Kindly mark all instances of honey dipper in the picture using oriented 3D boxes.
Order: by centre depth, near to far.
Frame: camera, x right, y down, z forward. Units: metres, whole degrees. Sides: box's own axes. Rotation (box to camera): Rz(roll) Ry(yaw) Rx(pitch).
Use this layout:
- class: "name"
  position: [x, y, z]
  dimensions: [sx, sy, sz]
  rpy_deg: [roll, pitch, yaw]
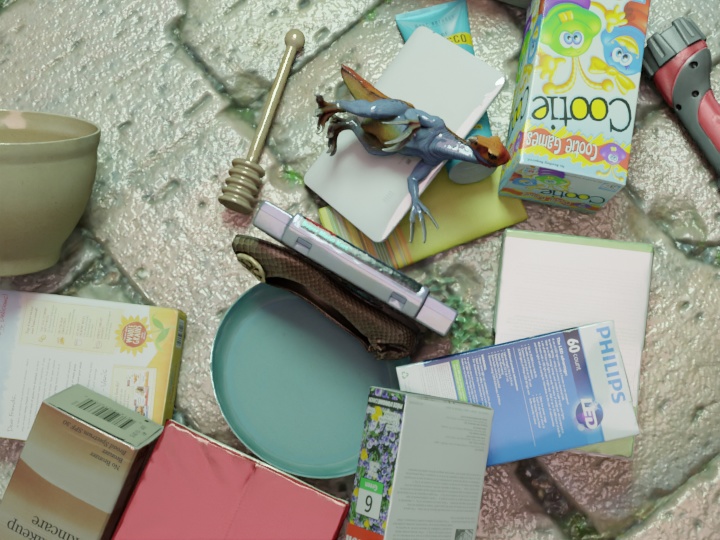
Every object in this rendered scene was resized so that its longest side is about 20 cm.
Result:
- class: "honey dipper"
  position: [-0.095, -0.157, 0.965]
  dimensions: [0.037, 0.038, 0.203]
  rpy_deg: [18, 78, 7]

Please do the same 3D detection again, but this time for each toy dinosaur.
- class: "toy dinosaur"
  position: [0.050, -0.137, 0.861]
  dimensions: [0.178, 0.105, 0.203]
  rpy_deg: [3, 61, 12]

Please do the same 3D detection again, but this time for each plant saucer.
- class: "plant saucer"
  position: [-0.046, 0.099, 0.880]
  dimensions: [0.197, 0.027, 0.203]
  rpy_deg: [10, 59, -17]

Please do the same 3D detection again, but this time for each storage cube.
- class: "storage cube"
  position: [-0.119, 0.252, 0.810]
  dimensions: [0.169, 0.200, 0.182]
  rpy_deg: [23, 77, 5]

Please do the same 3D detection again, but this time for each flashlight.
- class: "flashlight"
  position: [0.350, -0.149, 0.915]
  dimensions: [0.067, 0.068, 0.201]
  rpy_deg: [-32, 78, 2]

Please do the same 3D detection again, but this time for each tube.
- class: "tube"
  position: [0.092, -0.186, 0.948]
  dimensions: [0.076, 0.051, 0.203]
  rpy_deg: [-10, 66, -3]

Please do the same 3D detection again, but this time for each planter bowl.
- class: "planter bowl"
  position: [-0.352, -0.074, 0.901]
  dimensions: [0.197, 0.200, 0.137]
  rpy_deg: [7, 107, 5]

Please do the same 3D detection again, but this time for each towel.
- class: "towel"
  position: [0.062, -0.055, 0.945]
  dimensions: [0.197, 0.018, 0.087]
  rpy_deg: [-21, 82, 0]

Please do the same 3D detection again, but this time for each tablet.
- class: "tablet"
  position: [0.039, -0.137, 0.924]
  dimensions: [0.130, 0.014, 0.201]
  rpy_deg: [40, 93, 35]

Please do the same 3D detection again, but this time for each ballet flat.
- class: "ballet flat"
  position: [-0.036, 0.028, 0.875]
  dimensions: [0.198, 0.067, 0.047]
  rpy_deg: [30, 80, -8]

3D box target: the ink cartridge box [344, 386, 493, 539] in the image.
- class: "ink cartridge box"
  position: [0.043, 0.202, 0.757]
  dimensions: [0.050, 0.108, 0.203]
  rpy_deg: [3, 81, 49]

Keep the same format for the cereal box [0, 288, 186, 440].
- class: "cereal box"
  position: [-0.280, 0.100, 0.926]
  dimensions: [0.197, 0.040, 0.146]
  rpy_deg: [7, 82, 6]

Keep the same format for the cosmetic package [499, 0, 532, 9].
- class: "cosmetic package"
  position: [0.101, -0.347, 0.950]
  dimensions: [0.197, 0.107, 0.091]
  rpy_deg: [21, 81, 9]

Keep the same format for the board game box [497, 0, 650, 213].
- class: "board game box"
  position: [0.205, -0.173, 0.903]
  dimensions: [0.103, 0.103, 0.203]
  rpy_deg: [11, 79, -1]

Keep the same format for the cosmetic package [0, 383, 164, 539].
- class: "cosmetic package"
  position: [-0.269, 0.221, 0.855]
  dimensions: [0.102, 0.087, 0.203]
  rpy_deg: [23, 96, 4]

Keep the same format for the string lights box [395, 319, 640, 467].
- class: "string lights box"
  position: [0.139, 0.116, 0.844]
  dimensions: [0.197, 0.059, 0.104]
  rpy_deg: [-12, 83, 4]

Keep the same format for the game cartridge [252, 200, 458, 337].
- class: "game cartridge"
  position: [0.000, 0.000, 0.865]
  dimensions: [0.198, 0.130, 0.039]
  rpy_deg: [30, 84, 6]

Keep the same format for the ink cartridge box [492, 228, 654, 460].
- class: "ink cartridge box"
  position: [0.197, 0.068, 0.896]
  dimensions: [0.143, 0.048, 0.204]
  rpy_deg: [6, 87, 6]
